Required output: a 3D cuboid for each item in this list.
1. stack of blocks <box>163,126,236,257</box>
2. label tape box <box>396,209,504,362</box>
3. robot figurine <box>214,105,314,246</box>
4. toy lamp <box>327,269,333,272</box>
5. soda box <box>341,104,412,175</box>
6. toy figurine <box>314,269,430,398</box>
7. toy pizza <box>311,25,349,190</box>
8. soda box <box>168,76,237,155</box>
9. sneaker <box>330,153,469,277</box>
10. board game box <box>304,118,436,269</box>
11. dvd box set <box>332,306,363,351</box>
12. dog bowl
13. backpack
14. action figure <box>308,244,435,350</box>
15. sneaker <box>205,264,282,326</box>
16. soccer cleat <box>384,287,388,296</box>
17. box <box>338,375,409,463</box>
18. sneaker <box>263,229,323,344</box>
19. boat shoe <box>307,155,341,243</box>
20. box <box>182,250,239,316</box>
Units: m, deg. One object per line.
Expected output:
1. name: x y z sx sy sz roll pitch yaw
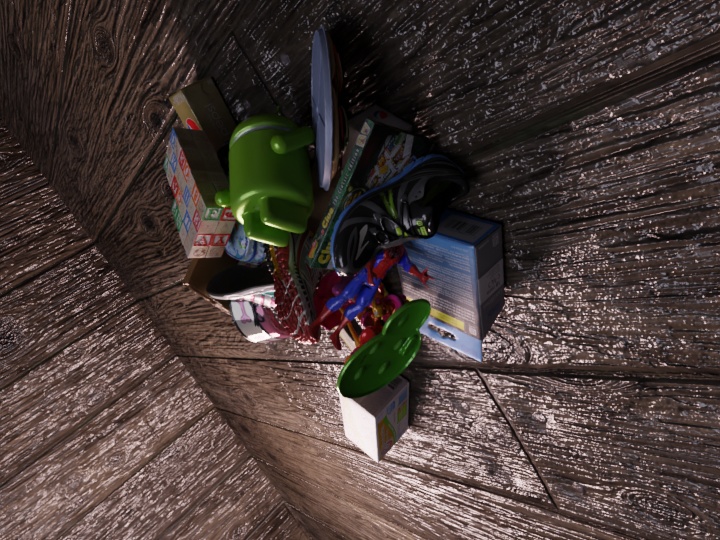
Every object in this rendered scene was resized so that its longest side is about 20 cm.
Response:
1. stack of blocks: -0.276 -0.132 0.874 0.115 0.058 0.200 -56 51 38
2. label tape box: 0.125 0.014 0.732 0.144 0.063 0.200 24 140 40
3. robot figurine: -0.129 -0.137 0.742 0.175 0.116 0.200 -32 56 42
4. toy lamp: -0.043 0.002 0.951 0.200 0.058 0.058 55 149 -2
5. soda box: 0.016 -0.123 0.731 0.068 0.064 0.200 36 147 23
6. toy figurine: -0.007 0.061 0.799 0.184 0.150 0.200 50 126 34
7. toy pizza: -0.040 -0.204 0.664 0.200 0.032 0.201 177 90 -81
8. soda box: -0.266 -0.247 0.961 0.064 0.068 0.200 4 126 51
9. sneaker: 0.046 -0.064 0.619 0.083 0.200 0.071 45 170 44
10. board game box: 0.011 -0.086 0.658 0.023 0.105 0.200 49 122 39
11. dvd box set: -0.036 0.095 0.980 0.146 0.029 0.200 51 171 20
12. dog bowl: -0.168 0.047 1.038 0.074 0.200 0.200 -1 124 31
13. backpack: -0.184 -0.111 0.910 0.163 0.154 0.200 24 140 41
14. action figure: 0.017 0.028 0.669 0.065 0.200 0.099 28 -168 -30
15. sneaker: -0.165 0.046 0.914 0.200 0.084 0.121 -6 135 26
16. soccer cleat: -0.001 0.000 0.883 0.200 0.065 0.084 55 147 -7
17. box: 0.032 0.304 1.115 0.101 0.112 0.200 31 145 30
18. sneaker: -0.085 0.013 0.778 0.078 0.082 0.200 -43 54 50
19. boat shoe: -0.081 -0.105 0.841 0.072 0.065 0.200 13 130 -17
20. box: -0.248 -0.025 1.005 0.021 0.200 0.163 -3 150 32
